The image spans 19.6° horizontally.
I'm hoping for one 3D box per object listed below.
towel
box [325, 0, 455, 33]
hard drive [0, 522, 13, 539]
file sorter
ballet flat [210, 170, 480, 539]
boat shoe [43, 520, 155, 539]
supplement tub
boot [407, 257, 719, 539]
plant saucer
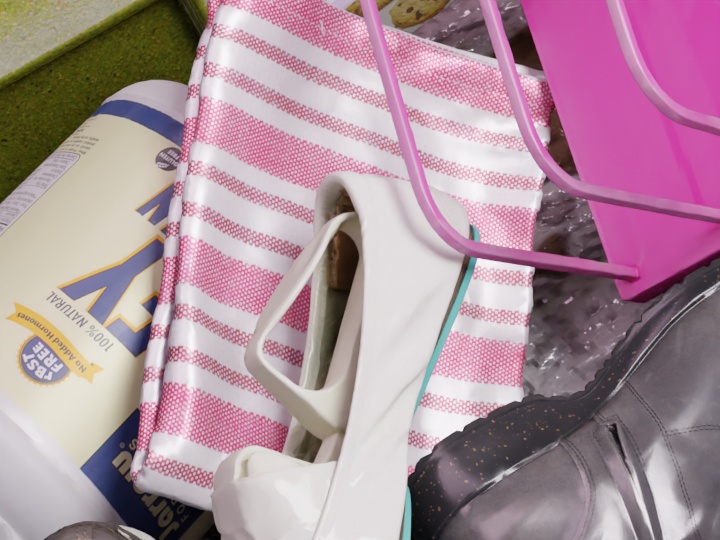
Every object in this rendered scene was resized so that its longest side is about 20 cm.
[{"bbox_3d":[0.000,0.000,0.746,0.030,0.145,0.201,-31,47,58],"label":"towel"},{"bbox_3d":[0.020,-0.135,0.931,0.200,0.041,0.039,-33,47,31],"label":"box"},{"bbox_3d":[-0.151,0.189,0.653,0.026,0.201,0.132,15,42,-12],"label":"hard drive"},{"bbox_3d":[0.112,-0.097,0.681,0.200,0.125,0.140,-31,66,36],"label":"file sorter"},{"bbox_3d":[-0.014,0.055,0.673,0.069,0.069,0.201,-1,59,29],"label":"ballet flat"},{"bbox_3d":[-0.088,0.179,0.637,0.071,0.061,0.203,-1,80,3],"label":"boat shoe"},{"bbox_3d":[-0.102,0.041,0.796,0.145,0.145,0.200,22,61,43],"label":"supplement tub"},{"bbox_3d":[0.123,0.079,0.694,0.199,0.070,0.132,-33,54,-18],"label":"boot"},{"bbox_3d":[-0.117,-0.062,0.881,0.199,0.200,0.048,-29,53,0],"label":"plant saucer"}]
